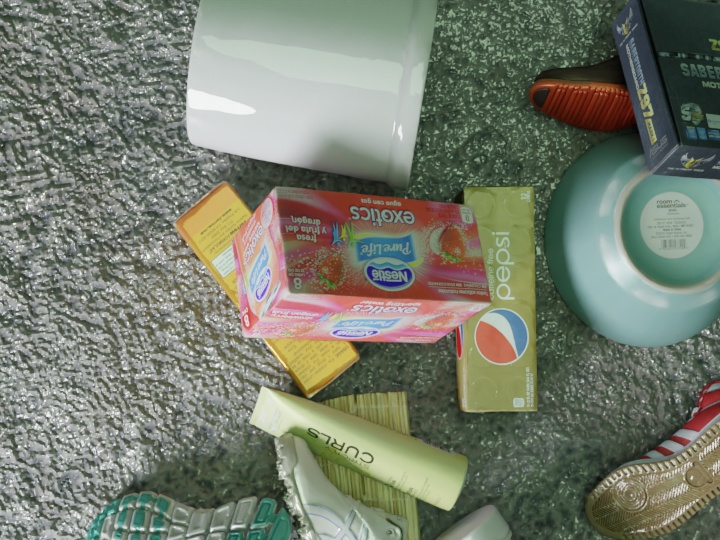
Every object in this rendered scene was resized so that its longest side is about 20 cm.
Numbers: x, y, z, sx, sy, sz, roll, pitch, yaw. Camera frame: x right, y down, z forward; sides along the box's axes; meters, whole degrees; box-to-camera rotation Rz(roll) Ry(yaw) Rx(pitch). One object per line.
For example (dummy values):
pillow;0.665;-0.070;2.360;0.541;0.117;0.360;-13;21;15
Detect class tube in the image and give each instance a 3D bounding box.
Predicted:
tube;-0.003;0.157;1.050;0.197;0.052;0.059;22;105;-3

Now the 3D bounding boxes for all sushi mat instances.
sushi mat;0.006;0.215;1.082;0.094;0.012;0.204;-5;85;-1

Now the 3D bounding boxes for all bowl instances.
bowl;0.274;-0.033;1.069;0.197;0.105;0.205;0;86;-3

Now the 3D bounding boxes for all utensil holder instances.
utensil holder;-0.041;-0.172;1.034;0.196;0.170;0.173;9;85;0

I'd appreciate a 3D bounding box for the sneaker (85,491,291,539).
sneaker;-0.149;0.253;1.043;0.196;0.092;0.078;1;44;18

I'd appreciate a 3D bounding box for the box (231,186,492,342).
box;0.000;0.000;1.008;0.197;0.102;0.096;4;65;-29

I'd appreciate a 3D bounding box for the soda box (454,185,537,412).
soda box;0.123;0.027;1.077;0.066;0.064;0.204;0;85;-3

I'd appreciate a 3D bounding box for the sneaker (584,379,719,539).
sneaker;0.299;0.171;1.080;0.199;0.112;0.072;-36;90;25

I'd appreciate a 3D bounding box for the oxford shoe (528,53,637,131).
oxford shoe;0.252;-0.178;1.105;0.196;0.071;0.074;2;68;-9

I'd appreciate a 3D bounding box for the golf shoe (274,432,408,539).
golf shoe;-0.009;0.226;1.042;0.096;0.078;0.203;-25;95;-8

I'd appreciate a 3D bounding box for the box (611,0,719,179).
box;0.331;-0.158;1.041;0.197;0.051;0.160;3;62;-21

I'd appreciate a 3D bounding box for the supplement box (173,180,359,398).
supplement box;-0.084;0.019;1.067;0.069;0.067;0.201;-40;88;-5

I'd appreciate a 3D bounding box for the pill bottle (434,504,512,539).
pill bottle;0.141;0.314;1.032;0.110;0.111;0.202;-34;87;-5
